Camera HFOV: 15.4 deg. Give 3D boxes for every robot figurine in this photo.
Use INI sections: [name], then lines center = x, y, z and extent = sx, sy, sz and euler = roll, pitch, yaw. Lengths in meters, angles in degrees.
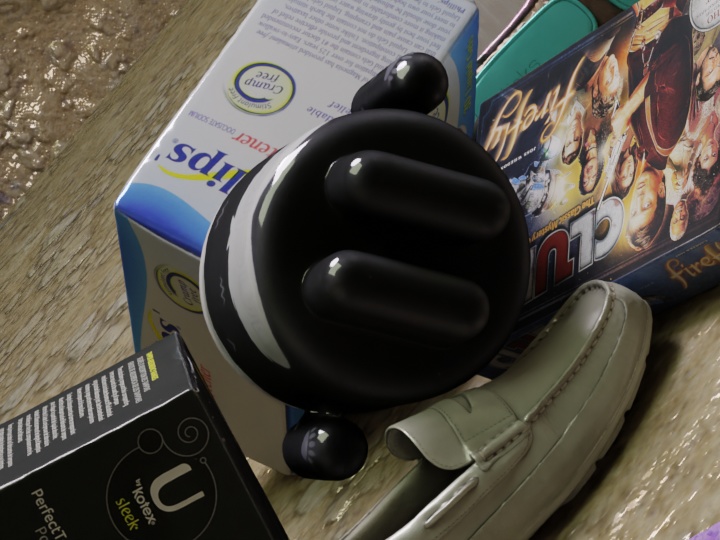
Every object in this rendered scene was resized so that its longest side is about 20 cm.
[robot figurine]
center = 0.002, -0.001, 1.135
extent = 0.150, 0.125, 0.200
euler = -39, 4, -15

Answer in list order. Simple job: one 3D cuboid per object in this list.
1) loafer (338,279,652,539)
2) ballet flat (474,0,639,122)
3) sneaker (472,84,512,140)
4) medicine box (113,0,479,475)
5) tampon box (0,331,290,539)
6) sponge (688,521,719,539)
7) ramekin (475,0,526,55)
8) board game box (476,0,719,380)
[loafer]
center = 0.043, 0.078, 1.052
extent = 0.200, 0.070, 0.070
euler = -53, 14, -18
[ballet flat]
center = 0.128, -0.144, 1.442
extent = 0.200, 0.069, 0.071
euler = -48, -6, 6
[sneaker]
center = 0.144, -0.096, 1.267
extent = 0.115, 0.076, 0.200
euler = -42, 7, -37
[medicine box]
center = -0.029, -0.032, 1.361
extent = 0.200, 0.102, 0.183
euler = -57, -18, -28
[tampon box]
center = -0.125, 0.144, 1.103
extent = 0.199, 0.151, 0.126
euler = -27, 11, -2
[sponge]
center = 0.126, 0.106, 0.794
extent = 0.200, 0.030, 0.112
euler = -39, 16, 40
[ramekin]
center = 0.065, -0.176, 1.631
extent = 0.200, 0.105, 0.200
euler = -46, 14, 14
[board game box]
center = 0.113, -0.043, 1.142
extent = 0.200, 0.034, 0.136
euler = -32, 45, 52
